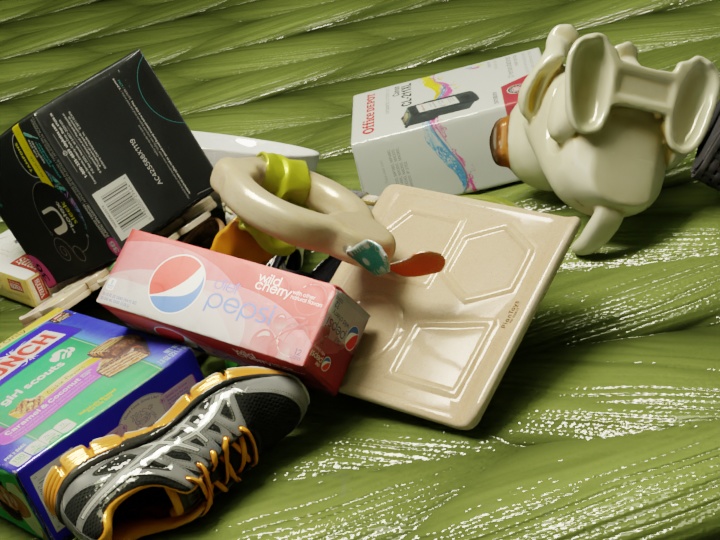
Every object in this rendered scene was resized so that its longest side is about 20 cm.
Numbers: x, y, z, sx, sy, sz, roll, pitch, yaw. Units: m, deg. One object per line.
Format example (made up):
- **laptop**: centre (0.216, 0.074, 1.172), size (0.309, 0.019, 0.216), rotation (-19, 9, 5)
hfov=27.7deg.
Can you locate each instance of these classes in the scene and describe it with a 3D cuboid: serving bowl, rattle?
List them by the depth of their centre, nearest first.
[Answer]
- **rattle**: centre (-0.041, 0.001, 1.125), size (0.200, 0.130, 0.143), rotation (35, 97, 28)
- **serving bowl**: centre (-0.144, -0.101, 1.493), size (0.200, 0.066, 0.200), rotation (7, 8, -1)

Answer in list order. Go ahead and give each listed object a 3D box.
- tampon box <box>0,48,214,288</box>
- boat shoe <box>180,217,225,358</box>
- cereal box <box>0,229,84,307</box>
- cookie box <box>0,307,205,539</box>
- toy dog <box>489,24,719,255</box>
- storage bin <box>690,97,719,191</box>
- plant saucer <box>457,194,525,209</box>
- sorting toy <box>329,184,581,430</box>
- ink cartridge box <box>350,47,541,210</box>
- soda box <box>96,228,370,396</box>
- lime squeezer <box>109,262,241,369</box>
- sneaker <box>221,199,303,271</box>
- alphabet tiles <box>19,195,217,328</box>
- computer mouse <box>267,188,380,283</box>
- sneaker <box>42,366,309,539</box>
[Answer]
- **tampon box**: centre (-0.254, -0.090, 1.372), size (0.126, 0.150, 0.200), rotation (-38, 10, -32)
- **boat shoe**: centre (-0.159, 0.018, 1.291), size (0.076, 0.074, 0.200), rotation (-8, 26, 19)
- **cereal box**: centre (-0.302, -0.035, 1.536), size (0.200, 0.040, 0.144), rotation (-34, 30, -33)
- **cookie box**: centre (-0.238, 0.114, 1.142), size (0.171, 0.075, 0.200), rotation (-36, 30, -32)
- **toy dog**: centre (0.198, -0.115, 1.266), size (0.139, 0.194, 0.200), rotation (0, 7, -17)
- **storage bin**: centre (0.352, -0.152, 1.147), size (0.094, 0.200, 0.135), rotation (27, 35, 4)
- **plant saucer**: centre (0.066, -0.019, 1.275), size (0.200, 0.031, 0.200), rotation (-14, 25, 6)
- **sorting toy**: centre (0.053, 0.025, 1.109), size (0.200, 0.036, 0.185), rotation (11, 62, 41)
- **ink cartridge box**: centre (0.094, -0.138, 1.441), size (0.200, 0.083, 0.146), rotation (-14, 25, 7)
- **soda box**: centre (-0.099, 0.030, 1.110), size (0.200, 0.063, 0.070), rotation (14, 72, 30)
- **lime squeezer**: centre (-0.124, 0.053, 1.193), size (0.200, 0.038, 0.071), rotation (32, 13, 32)
- **sneaker**: centre (-0.086, -0.032, 1.356), size (0.076, 0.088, 0.200), rotation (-12, 2, 8)
- **alphabet tiles**: centre (-0.227, -0.009, 1.379), size (0.200, 0.015, 0.196), rotation (-39, 11, -33)
- **computer mouse**: centre (0.000, 0.000, 1.211), size (0.200, 0.046, 0.141), rotation (11, 61, 35)
- **sneaker**: centre (-0.119, 0.138, 1.030), size (0.200, 0.078, 0.077), rotation (-28, 40, -16)
